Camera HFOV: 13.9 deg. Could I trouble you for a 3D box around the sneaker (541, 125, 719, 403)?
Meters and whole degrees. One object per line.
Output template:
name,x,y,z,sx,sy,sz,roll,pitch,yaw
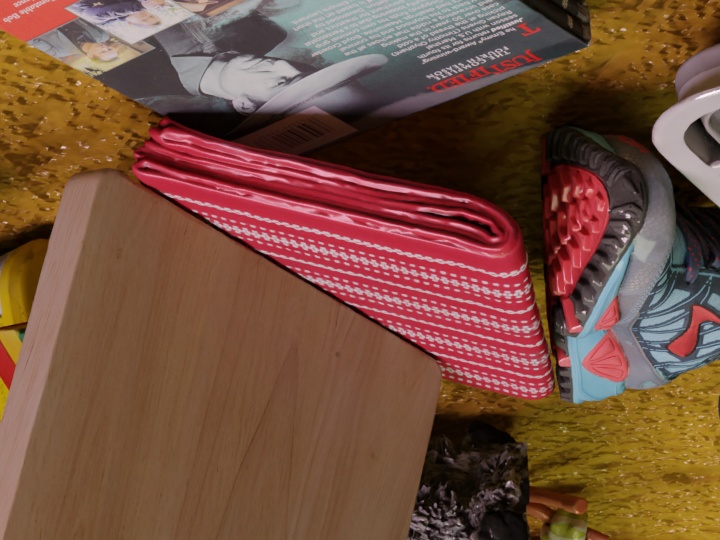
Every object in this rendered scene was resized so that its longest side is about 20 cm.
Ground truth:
sneaker,0.118,-0.009,1.134,0.095,0.079,0.200,-8,164,1

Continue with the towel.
towel,0.000,0.000,1.112,0.145,0.022,0.200,14,165,12

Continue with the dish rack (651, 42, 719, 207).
dish rack,0.218,-0.064,1.047,0.200,0.044,0.172,-16,151,26

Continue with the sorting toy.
sorting toy,-0.075,0.093,1.089,0.070,0.200,0.199,-3,155,41

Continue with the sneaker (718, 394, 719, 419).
sneaker,0.260,0.041,1.269,0.200,0.076,0.088,-12,169,27

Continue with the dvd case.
dvd case,-0.037,-0.095,0.981,0.146,0.022,0.200,-20,149,33

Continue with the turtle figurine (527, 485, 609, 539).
turtle figurine,0.094,0.166,1.503,0.161,0.064,0.200,14,150,-32

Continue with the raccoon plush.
raccoon plush,0.010,0.151,1.353,0.134,0.200,0.097,-1,-160,1

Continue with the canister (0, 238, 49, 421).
canister,-0.172,0.085,1.205,0.200,0.149,0.087,-25,162,36
